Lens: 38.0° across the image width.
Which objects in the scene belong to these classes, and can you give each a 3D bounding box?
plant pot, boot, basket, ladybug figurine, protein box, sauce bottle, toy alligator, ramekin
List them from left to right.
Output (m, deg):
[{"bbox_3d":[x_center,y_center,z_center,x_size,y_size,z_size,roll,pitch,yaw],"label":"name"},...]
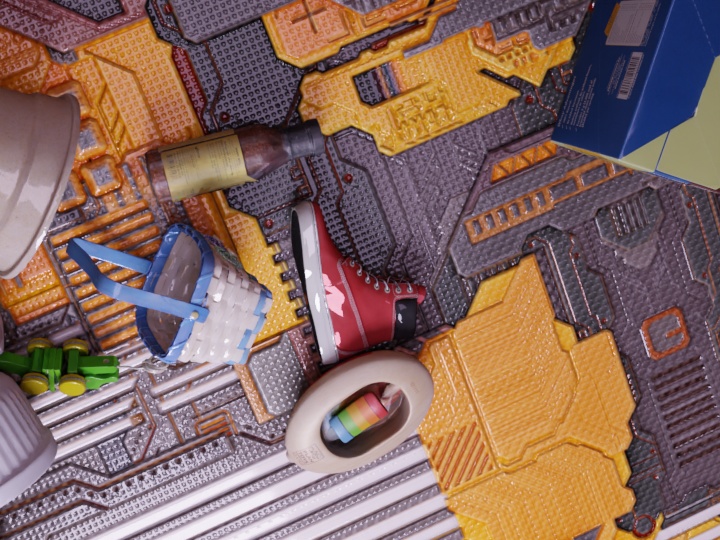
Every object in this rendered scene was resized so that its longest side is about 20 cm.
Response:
[{"bbox_3d":[-0.436,0.189,1.115,0.198,0.200,0.106,-22,107,-5],"label":"ramekin"},{"bbox_3d":[-0.403,-0.116,1.032,0.182,0.200,0.202,22,98,-32],"label":"plant pot"},{"bbox_3d":[-0.321,0.118,1.201,0.198,0.060,0.054,3,142,-11],"label":"toy alligator"},{"bbox_3d":[-0.211,0.018,1.141,0.199,0.176,0.140,14,101,-33],"label":"basket"},{"bbox_3d":[-0.139,-0.127,1.174,0.198,0.066,0.067,-13,105,-6],"label":"sauce bottle"},{"bbox_3d":[-0.007,0.164,1.253,0.199,0.072,0.136,-31,119,1],"label":"ladybug figurine"},{"bbox_3d":[0.000,0.000,1.229,0.143,0.072,0.202,-16,113,-8],"label":"boot"},{"bbox_3d":[0.337,-0.211,1.178,0.134,0.200,0.200,15,99,-14],"label":"protein box"}]

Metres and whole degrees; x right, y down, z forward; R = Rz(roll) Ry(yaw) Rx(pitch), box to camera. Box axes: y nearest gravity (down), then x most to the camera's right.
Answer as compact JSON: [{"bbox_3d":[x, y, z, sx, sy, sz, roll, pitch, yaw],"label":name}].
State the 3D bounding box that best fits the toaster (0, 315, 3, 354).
[{"bbox_3d":[-0.465,0.044,1.117,0.128,0.114,0.202,-17,121,-9],"label":"toaster"}]
